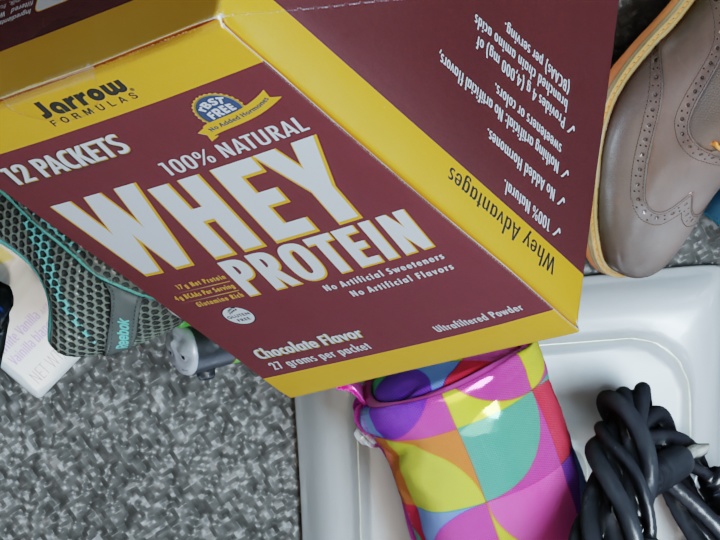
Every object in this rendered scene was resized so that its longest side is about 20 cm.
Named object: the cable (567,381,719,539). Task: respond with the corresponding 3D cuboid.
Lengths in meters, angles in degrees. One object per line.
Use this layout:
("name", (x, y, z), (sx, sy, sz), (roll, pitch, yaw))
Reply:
("cable", (0.130, 0.142, 0.991), (0.051, 0.200, 0.163), (-11, 131, 25))

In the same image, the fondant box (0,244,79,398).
("fondant box", (-0.154, -0.068, 0.980), (0.144, 0.058, 0.200), (-46, 106, 2))

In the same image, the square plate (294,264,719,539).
("square plate", (0.072, 0.102, 1.079), (0.200, 0.028, 0.198), (-4, 103, -10))

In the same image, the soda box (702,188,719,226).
("soda box", (0.233, -0.087, 1.046), (0.064, 0.068, 0.200), (33, 95, -17))

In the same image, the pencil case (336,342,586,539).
("pencil case", (0.060, 0.115, 1.020), (0.088, 0.088, 0.200), (-24, 107, -5))

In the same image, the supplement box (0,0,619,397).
("supplement box", (-0.019, -0.096, 0.854), (0.197, 0.133, 0.200), (38, 50, -39))

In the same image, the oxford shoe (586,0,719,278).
("oxford shoe", (0.151, -0.073, 1.010), (0.071, 0.073, 0.200), (-2, 125, -39))

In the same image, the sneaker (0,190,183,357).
("sneaker", (-0.126, -0.052, 0.917), (0.091, 0.078, 0.200), (-31, 88, 26))

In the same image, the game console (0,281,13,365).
("game console", (-0.243, 0.032, 0.918), (0.200, 0.118, 0.171), (15, 115, 0))

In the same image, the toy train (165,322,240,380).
("toy train", (0.000, 0.000, 1.004), (0.200, 0.042, 0.056), (-14, 108, -30))
